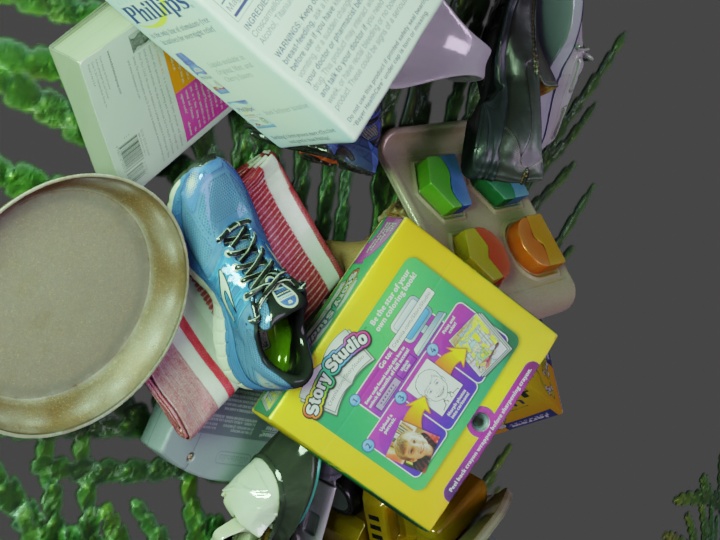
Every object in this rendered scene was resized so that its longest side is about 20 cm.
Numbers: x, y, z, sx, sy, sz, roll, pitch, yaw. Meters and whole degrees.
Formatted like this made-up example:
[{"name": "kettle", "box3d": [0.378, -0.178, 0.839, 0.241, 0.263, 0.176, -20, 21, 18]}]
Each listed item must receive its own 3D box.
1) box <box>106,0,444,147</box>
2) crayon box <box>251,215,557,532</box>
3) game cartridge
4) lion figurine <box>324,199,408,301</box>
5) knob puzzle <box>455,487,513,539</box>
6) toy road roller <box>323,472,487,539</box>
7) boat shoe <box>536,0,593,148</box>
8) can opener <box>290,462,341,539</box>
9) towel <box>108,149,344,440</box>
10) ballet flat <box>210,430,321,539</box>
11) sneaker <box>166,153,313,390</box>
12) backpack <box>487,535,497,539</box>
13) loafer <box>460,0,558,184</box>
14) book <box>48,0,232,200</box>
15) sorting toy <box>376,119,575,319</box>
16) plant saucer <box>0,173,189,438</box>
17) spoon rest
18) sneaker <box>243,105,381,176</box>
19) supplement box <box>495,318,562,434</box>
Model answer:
[{"name": "box", "box3d": [-0.051, -0.213, 1.035, 0.200, 0.105, 0.184, 40, 71, -27]}, {"name": "crayon box", "box3d": [0.038, 0.085, 1.295, 0.172, 0.058, 0.200, 37, 82, -15]}, {"name": "game cartridge", "box3d": [-0.103, 0.115, 1.339, 0.200, 0.040, 0.134, 20, 92, -57]}, {"name": "lion figurine", "box3d": [0.000, 0.000, 1.366, 0.200, 0.072, 0.123, -6, 80, -45]}, {"name": "knob puzzle", "box3d": [0.081, 0.287, 1.504, 0.220, 0.030, 0.220, -42, 179, -1]}, {"name": "toy road roller", "box3d": [0.047, 0.239, 1.534, 0.123, 0.146, 0.200, -42, 142, -30]}, {"name": "boat shoe", "box3d": [0.186, -0.202, 1.492, 0.086, 0.075, 0.202, -26, 135, -43]}, {"name": "can opener", "box3d": [-0.047, 0.174, 1.442, 0.067, 0.053, 0.200, -9, 118, -53]}, {"name": "towel", "box3d": [-0.105, 0.018, 1.237, 0.200, 0.023, 0.144, -46, 124, -26]}, {"name": "ballet flat", "box3d": [-0.089, 0.215, 1.349, 0.068, 0.068, 0.200, -11, 134, -37]}, {"name": "sneaker", "box3d": [-0.079, 0.003, 1.183, 0.079, 0.089, 0.200, -36, 117, -33]}, {"name": "backpack", "box3d": [0.083, 0.366, 1.672, 0.200, 0.147, 0.183, -56, 146, -6]}, {"name": "loafer", "box3d": [0.143, -0.174, 1.412, 0.073, 0.072, 0.201, 159, -57, -80]}, {"name": "book", "box3d": [-0.120, -0.159, 1.116, 0.200, 0.048, 0.134, -44, 145, -27]}, {"name": "sorting toy", "box3d": [0.114, -0.046, 1.425, 0.036, 0.200, 0.185, -30, 169, 38]}, {"name": "plant saucer", "box3d": [-0.212, 0.022, 1.098, 0.200, 0.032, 0.201, -22, 125, -35]}, {"name": "spoon rest", "box3d": [0.056, -0.195, 1.320, 0.200, 0.061, 0.100, 8, 97, -58]}, {"name": "sneaker", "box3d": [-0.034, -0.129, 1.234, 0.200, 0.075, 0.079, 17, 86, -74]}, {"name": "supplement box", "box3d": [0.104, 0.079, 1.498, 0.200, 0.109, 0.110, 36, 39, -57]}]
